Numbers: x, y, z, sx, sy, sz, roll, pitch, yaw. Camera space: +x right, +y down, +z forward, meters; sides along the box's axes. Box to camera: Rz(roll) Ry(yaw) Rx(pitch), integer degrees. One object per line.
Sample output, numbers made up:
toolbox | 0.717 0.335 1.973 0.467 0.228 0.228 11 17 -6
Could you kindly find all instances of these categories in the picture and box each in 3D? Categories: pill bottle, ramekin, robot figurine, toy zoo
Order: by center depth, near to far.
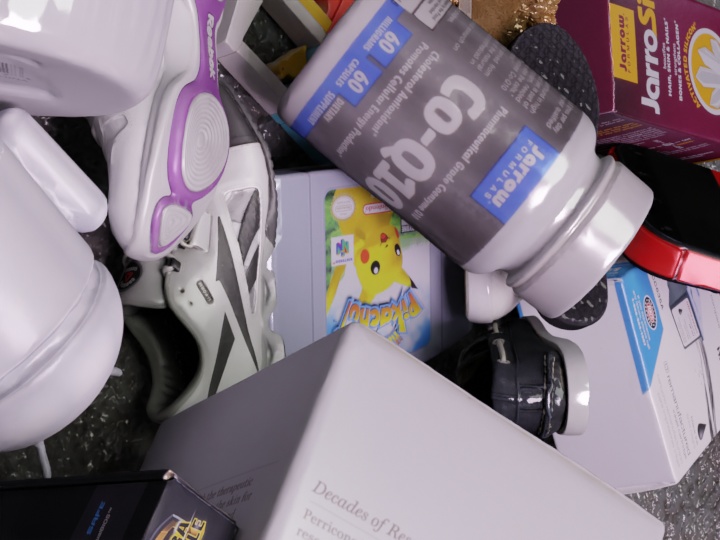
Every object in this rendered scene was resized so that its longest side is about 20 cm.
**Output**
ramekin | -0.175 -0.134 0.694 0.200 0.200 0.099 13 82 -45
robot figurine | -0.186 0.003 0.712 0.170 0.113 0.200 -52 120 -27
pill bottle | 0.061 -0.071 0.890 0.200 0.114 0.114 38 52 -3
toy zoo | -0.023 -0.142 0.981 0.200 0.020 0.132 46 53 -32

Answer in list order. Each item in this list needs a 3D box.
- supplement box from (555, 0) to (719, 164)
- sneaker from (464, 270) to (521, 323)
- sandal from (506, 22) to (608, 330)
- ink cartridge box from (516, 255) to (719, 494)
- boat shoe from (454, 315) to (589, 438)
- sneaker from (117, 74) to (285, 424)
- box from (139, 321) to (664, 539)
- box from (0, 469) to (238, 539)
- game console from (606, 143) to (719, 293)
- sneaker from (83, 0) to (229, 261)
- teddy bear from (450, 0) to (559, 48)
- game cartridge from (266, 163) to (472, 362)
supplement box | 0.212 -0.149 1.187 0.199 0.085 0.111 7 78 -46
sneaker | 0.121 -0.027 1.025 0.200 0.084 0.073 -56 146 -57
sandal | 0.114 -0.059 0.986 0.075 0.045 0.202 4 76 -30
ink cartridge box | 0.199 0.054 1.112 0.200 0.085 0.147 -28 104 -57
boat shoe | 0.088 0.065 0.973 0.060 0.200 0.076 0 86 -8
sneaker | -0.094 -0.012 0.842 0.088 0.074 0.202 -7 88 -49
box | -0.006 0.164 0.735 0.199 0.199 0.172 33 57 -19
box | -0.162 0.183 0.643 0.050 0.198 0.201 43 55 -33
game console | 0.260 -0.026 1.100 0.176 0.031 0.200 18 24 -6
sneaker | -0.121 -0.098 0.815 0.075 0.099 0.201 49 38 -63
teddy bear | 0.060 -0.155 1.019 0.145 0.067 0.201 43 51 -21
game cartridge | 0.000 0.000 0.952 0.199 0.040 0.134 -11 106 -46
